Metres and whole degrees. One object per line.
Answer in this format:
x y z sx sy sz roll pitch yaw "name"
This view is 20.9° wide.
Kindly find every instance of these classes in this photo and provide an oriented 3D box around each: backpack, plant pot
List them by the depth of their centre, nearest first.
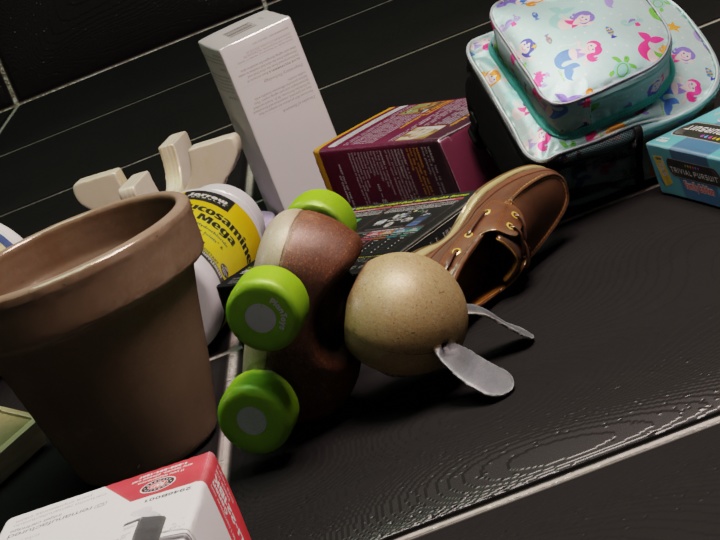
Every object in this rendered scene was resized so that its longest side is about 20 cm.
-0.189 0.058 1.460 0.199 0.176 0.200 -21 16 6 "plant pot"
0.201 -0.158 1.647 0.198 0.151 0.178 -14 50 -14 "backpack"

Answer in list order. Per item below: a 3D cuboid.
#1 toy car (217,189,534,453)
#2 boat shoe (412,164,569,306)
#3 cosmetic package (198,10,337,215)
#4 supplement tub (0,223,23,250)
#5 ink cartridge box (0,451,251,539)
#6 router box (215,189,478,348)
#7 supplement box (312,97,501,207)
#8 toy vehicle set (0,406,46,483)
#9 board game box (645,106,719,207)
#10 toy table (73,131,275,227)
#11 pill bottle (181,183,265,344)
0.019 0.047 1.374 0.198 0.159 0.164 12 28 10 "toy car"
0.104 -0.014 1.509 0.067 0.072 0.200 6 36 47 "boat shoe"
-0.082 -0.151 1.960 0.084 0.201 0.108 -26 18 -11 "cosmetic package"
-0.401 0.051 1.832 0.144 0.145 0.200 -9 20 40 "supplement tub"
-0.146 0.197 1.110 0.143 0.084 0.200 -19 16 9 "ink cartridge box"
0.000 0.000 1.605 0.199 0.063 0.150 -5 24 47 "router box"
0.064 -0.100 1.804 0.110 0.086 0.199 -31 18 -32 "supplement box"
-0.356 0.162 1.542 0.123 0.027 0.200 11 30 24 "toy vehicle set"
0.348 -0.115 1.539 0.199 0.047 0.151 -26 16 -13 "board game box"
-0.191 -0.059 1.964 0.198 0.118 0.184 -19 16 7 "toy table"
-0.151 -0.006 1.737 0.112 0.113 0.200 -17 17 19 "pill bottle"
